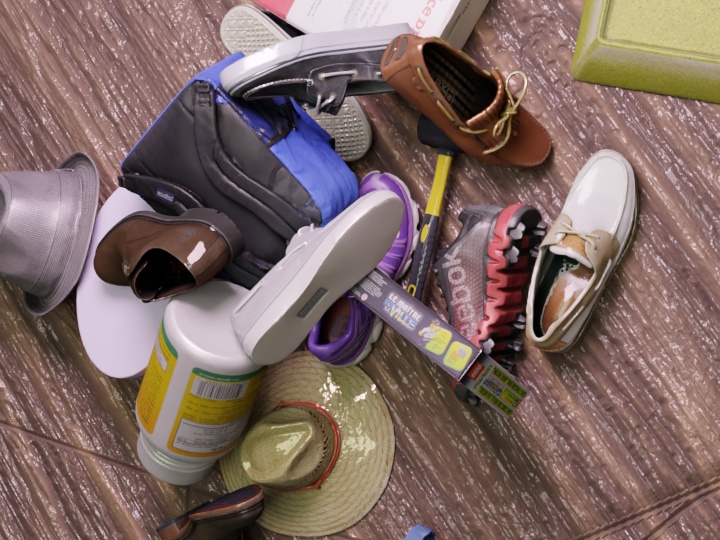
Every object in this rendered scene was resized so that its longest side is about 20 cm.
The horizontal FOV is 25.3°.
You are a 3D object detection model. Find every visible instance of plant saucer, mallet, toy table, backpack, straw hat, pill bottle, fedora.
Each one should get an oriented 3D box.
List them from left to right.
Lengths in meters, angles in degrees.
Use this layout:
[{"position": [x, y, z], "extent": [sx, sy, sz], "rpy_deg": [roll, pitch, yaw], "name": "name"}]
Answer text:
[{"position": [-0.348, -0.047, 1.676], "extent": [0.200, 0.090, 0.179], "rpy_deg": [5, 82, 66], "name": "fedora"}, {"position": [-0.209, 0.010, 1.655], "extent": [0.182, 0.117, 0.202], "rpy_deg": [22, 94, 22], "name": "toy table"}, {"position": [-0.157, 0.115, 1.564], "extent": [0.113, 0.112, 0.201], "rpy_deg": [40, 133, 19], "name": "pill bottle"}, {"position": [-0.097, -0.095, 1.560], "extent": [0.200, 0.168, 0.163], "rpy_deg": [46, 128, 2], "name": "backpack"}, {"position": [-0.072, 0.178, 1.605], "extent": [0.199, 0.085, 0.203], "rpy_deg": [-2, 86, 22], "name": "straw hat"}, {"position": [0.081, -0.061, 1.574], "extent": [0.065, 0.041, 0.202], "rpy_deg": [4, 84, 32], "name": "mallet"}, {"position": [0.304, -0.267, 1.502], "extent": [0.198, 0.048, 0.202], "rpy_deg": [12, 91, 23], "name": "plant saucer"}]

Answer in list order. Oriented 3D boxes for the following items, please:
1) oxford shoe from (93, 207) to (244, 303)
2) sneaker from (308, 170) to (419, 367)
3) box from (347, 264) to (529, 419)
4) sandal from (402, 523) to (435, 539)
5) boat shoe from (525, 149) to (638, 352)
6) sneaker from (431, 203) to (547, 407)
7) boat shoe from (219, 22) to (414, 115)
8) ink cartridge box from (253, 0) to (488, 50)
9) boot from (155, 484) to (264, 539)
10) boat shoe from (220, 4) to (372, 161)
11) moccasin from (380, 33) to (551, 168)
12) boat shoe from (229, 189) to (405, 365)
[{"position": [-0.203, -0.009, 1.519], "extent": [0.199, 0.084, 0.073], "rpy_deg": [-11, 120, 49], "name": "oxford shoe"}, {"position": [0.000, 0.000, 1.589], "extent": [0.080, 0.083, 0.202], "rpy_deg": [15, 90, 21], "name": "sneaker"}, {"position": [0.058, 0.053, 1.480], "extent": [0.035, 0.110, 0.200], "rpy_deg": [-51, 52, 0], "name": "box"}, {"position": [0.013, 0.309, 1.573], "extent": [0.198, 0.079, 0.088], "rpy_deg": [-19, 76, 11], "name": "sandal"}, {"position": [0.209, -0.018, 1.513], "extent": [0.074, 0.068, 0.202], "rpy_deg": [18, 93, 21], "name": "boat shoe"}, {"position": [0.113, 0.027, 1.551], "extent": [0.097, 0.071, 0.203], "rpy_deg": [18, 101, 35], "name": "sneaker"}, {"position": [-0.030, -0.180, 1.485], "extent": [0.198, 0.072, 0.072], "rpy_deg": [-15, 86, -20], "name": "boat shoe"}, {"position": [0.017, -0.279, 1.600], "extent": [0.199, 0.084, 0.145], "rpy_deg": [33, 99, 21], "name": "ink cartridge box"}, {"position": [-0.132, 0.276, 1.603], "extent": [0.200, 0.074, 0.098], "rpy_deg": [-31, 84, 57], "name": "boot"}, {"position": [-0.060, -0.195, 1.638], "extent": [0.200, 0.062, 0.075], "rpy_deg": [45, 111, 3], "name": "boat shoe"}, {"position": [0.111, -0.159, 1.504], "extent": [0.077, 0.201, 0.074], "rpy_deg": [1, 58, 53], "name": "moccasin"}, {"position": [-0.043, -0.005, 1.462], "extent": [0.200, 0.072, 0.069], "rpy_deg": [-51, 53, 13], "name": "boat shoe"}]
